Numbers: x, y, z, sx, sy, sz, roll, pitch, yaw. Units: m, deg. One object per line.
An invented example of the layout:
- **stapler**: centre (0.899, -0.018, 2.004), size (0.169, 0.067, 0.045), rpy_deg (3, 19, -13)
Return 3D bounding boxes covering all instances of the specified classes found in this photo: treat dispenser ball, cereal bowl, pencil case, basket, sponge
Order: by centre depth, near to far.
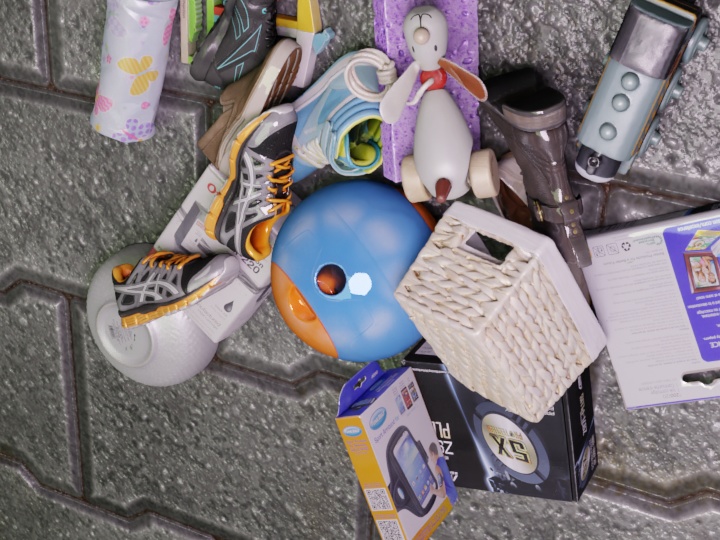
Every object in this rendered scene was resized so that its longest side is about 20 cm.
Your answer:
- **basket**: centre (0.143, 0.047, 1.160), size (0.135, 0.124, 0.200), rpy_deg (26, 162, 42)
- **sponge**: centre (0.071, -0.201, 1.184), size (0.030, 0.111, 0.201), rpy_deg (34, 133, 55)
- **treat dispenser ball**: centre (0.000, 0.000, 1.257), size (0.200, 0.201, 0.202), rpy_deg (12, 117, 24)
- **pencil case**: centre (-0.273, -0.255, 1.365), size (0.091, 0.083, 0.201), rpy_deg (-123, 40, -48)
- **cereal bowl**: centre (-0.291, 0.070, 1.526), size (0.199, 0.083, 0.201), rpy_deg (12, 118, 23)

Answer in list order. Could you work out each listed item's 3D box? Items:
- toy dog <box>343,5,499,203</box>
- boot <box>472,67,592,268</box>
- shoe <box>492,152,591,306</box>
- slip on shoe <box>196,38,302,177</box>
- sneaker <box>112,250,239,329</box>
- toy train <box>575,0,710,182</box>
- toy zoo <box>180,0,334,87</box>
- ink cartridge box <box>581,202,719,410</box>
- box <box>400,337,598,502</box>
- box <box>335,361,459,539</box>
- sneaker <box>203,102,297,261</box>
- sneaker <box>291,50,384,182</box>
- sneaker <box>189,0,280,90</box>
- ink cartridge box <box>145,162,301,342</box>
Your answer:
- **toy dog**: centre (0.070, -0.144, 1.106), size (0.132, 0.096, 0.200), rpy_deg (-28, 105, 20)
- **boot**: centre (0.171, -0.102, 1.142), size (0.069, 0.200, 0.175), rpy_deg (-18, 115, -3)
- **shoe**: centre (0.188, -0.028, 1.228), size (0.070, 0.053, 0.201), rpy_deg (-20, 101, 34)
- **slip on shoe**: centre (-0.127, -0.186, 1.263), size (0.061, 0.076, 0.200), rpy_deg (37, 139, 3)
- **sneaker**: centre (-0.228, 0.011, 1.358), size (0.199, 0.078, 0.078), rpy_deg (-20, 95, 34)
- **toy train**: centre (0.261, -0.177, 1.083), size (0.085, 0.114, 0.201), rpy_deg (30, 123, 15)
- **toy zoo**: centre (-0.119, -0.286, 1.304), size (0.199, 0.020, 0.132), rpy_deg (14, 118, 23)
- **ink cartridge box**: centre (0.341, 0.037, 1.179), size (0.197, 0.043, 0.201), rpy_deg (-12, 104, 33)
- **box**: centre (0.161, 0.165, 1.313), size (0.199, 0.086, 0.165), rpy_deg (3, 114, 28)
- **box**: centre (0.041, 0.203, 1.272), size (0.041, 0.119, 0.201), rpy_deg (-8, 108, 35)
- **sneaker**: centre (-0.105, -0.096, 1.255), size (0.077, 0.078, 0.200), rpy_deg (41, 130, 19)
- **sneaker**: centre (-0.038, -0.136, 1.255), size (0.079, 0.131, 0.200), rpy_deg (18, 134, -31)
- **sneaker**: centre (-0.118, -0.276, 1.262), size (0.079, 0.076, 0.200), rpy_deg (33, 132, -5)
- **ink cartridge box**: centre (-0.161, -0.030, 1.406), size (0.146, 0.085, 0.200), rpy_deg (44, 124, 4)
